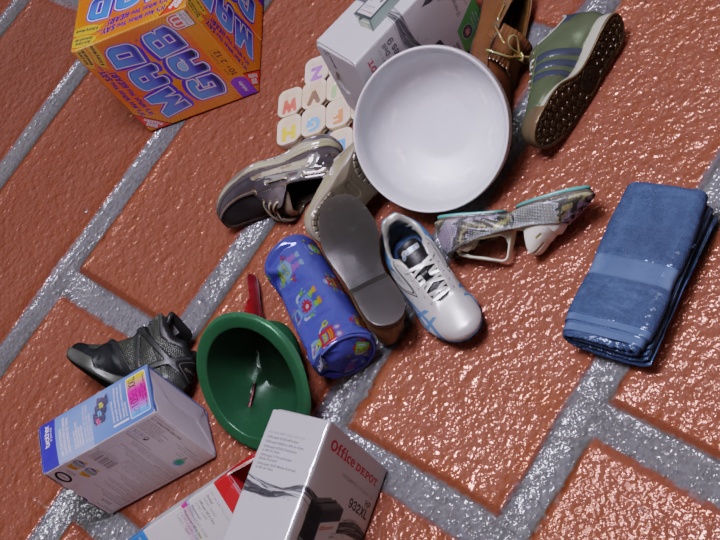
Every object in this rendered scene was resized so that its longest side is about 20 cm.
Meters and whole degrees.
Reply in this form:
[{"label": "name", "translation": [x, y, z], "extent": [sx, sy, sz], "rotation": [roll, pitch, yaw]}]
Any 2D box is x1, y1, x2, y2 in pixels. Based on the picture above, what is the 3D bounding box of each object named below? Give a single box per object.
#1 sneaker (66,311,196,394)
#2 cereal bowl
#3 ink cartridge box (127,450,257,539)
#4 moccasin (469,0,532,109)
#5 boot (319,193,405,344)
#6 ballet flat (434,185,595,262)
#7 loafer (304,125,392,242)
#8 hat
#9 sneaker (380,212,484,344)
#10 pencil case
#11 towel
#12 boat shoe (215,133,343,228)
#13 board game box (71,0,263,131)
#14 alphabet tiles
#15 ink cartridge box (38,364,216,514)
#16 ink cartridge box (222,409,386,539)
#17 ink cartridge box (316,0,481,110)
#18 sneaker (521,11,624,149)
[{"label": "sneaker", "translation": [-0.292, 0.108, 1.649], "extent": [0.197, 0.076, 0.115], "rotation": [10, 65, 33]}, {"label": "cereal bowl", "translation": [0.094, -0.176, 1.542], "extent": [0.197, 0.083, 0.203], "rotation": [4, 102, 17]}, {"label": "ink cartridge box", "translation": [-0.165, 0.276, 1.422], "extent": [0.199, 0.116, 0.068], "rotation": [-34, 88, 10]}, {"label": "moccasin", "translation": [0.188, -0.285, 1.603], "extent": [0.077, 0.074, 0.203], "rotation": [-13, 46, 35]}, {"label": "boot", "translation": [0.000, 0.000, 1.512], "extent": [0.073, 0.076, 0.202], "rotation": [-19, 61, -5]}, {"label": "ballet flat", "translation": [0.183, -0.047, 1.463], "extent": [0.198, 0.072, 0.073], "rotation": [-11, 56, 26]}, {"label": "loafer", "translation": [-0.011, -0.117, 1.605], "extent": [0.200, 0.076, 0.068], "rotation": [-49, 22, -21]}, {"label": "hat", "translation": [-0.093, 0.100, 1.559], "extent": [0.164, 0.176, 0.202], "rotation": [-19, 95, 34]}, {"label": "sneaker", "translation": [0.077, 0.009, 1.479], "extent": [0.072, 0.073, 0.201], "rotation": [-38, 50, 3]}, {"label": "pencil case", "translation": [-0.053, 0.047, 1.533], "extent": [0.087, 0.078, 0.201], "rotation": [-49, 46, 19]}, {"label": "towel", "translation": [0.301, 0.002, 1.358], "extent": [0.111, 0.049, 0.202], "rotation": [15, 71, 38]}, {"label": "boat shoe", "translation": [-0.107, -0.107, 1.668], "extent": [0.199, 0.074, 0.074], "rotation": [-30, 53, 19]}, {"label": "board game box", "translation": [-0.279, -0.368, 1.859], "extent": [0.198, 0.200, 0.202], "rotation": [-16, 54, 22]}, {"label": "alphabet tiles", "translation": [-0.029, -0.236, 1.741], "extent": [0.198, 0.015, 0.198], "rotation": [-15, 55, 23]}, {"label": "ink cartridge box", "translation": [-0.299, 0.217, 1.539], "extent": [0.199, 0.137, 0.077], "rotation": [-31, 47, 11]}, {"label": "ink cartridge box", "translation": [-0.064, 0.273, 1.349], "extent": [0.083, 0.145, 0.202], "rotation": [6, 64, 34]}, {"label": "ink cartridge box", "translation": [0.056, -0.304, 1.632], "extent": [0.200, 0.146, 0.084], "rotation": [-47, 53, -9]}, {"label": "sneaker", "translation": [0.240, -0.238, 1.543], "extent": [0.089, 0.067, 0.201], "rotation": [22, 71, 44]}]
